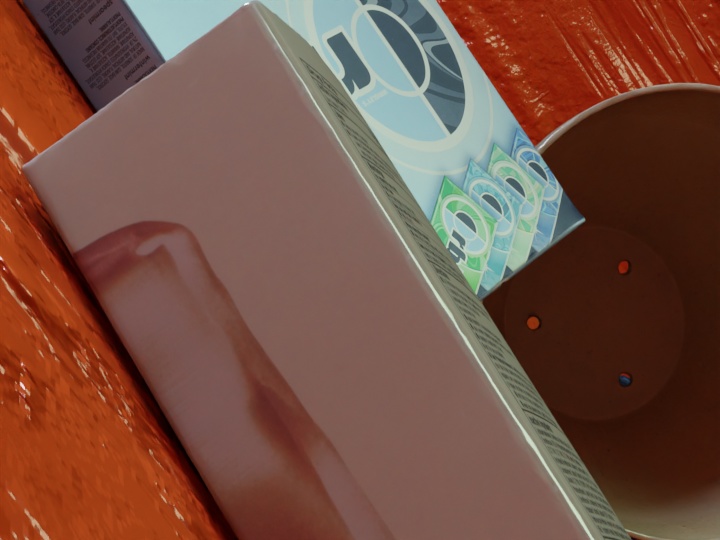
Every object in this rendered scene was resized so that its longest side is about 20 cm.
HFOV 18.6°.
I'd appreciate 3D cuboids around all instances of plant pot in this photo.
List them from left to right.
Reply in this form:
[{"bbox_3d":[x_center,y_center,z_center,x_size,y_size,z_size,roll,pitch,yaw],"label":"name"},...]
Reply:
[{"bbox_3d":[0.130,0.022,1.016,0.201,0.200,0.134,55,-13,-5],"label":"plant pot"}]

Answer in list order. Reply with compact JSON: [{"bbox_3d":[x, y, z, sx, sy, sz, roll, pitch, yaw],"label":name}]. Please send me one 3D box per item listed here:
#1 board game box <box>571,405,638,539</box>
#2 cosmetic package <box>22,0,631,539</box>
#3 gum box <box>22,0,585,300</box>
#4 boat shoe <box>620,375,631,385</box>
[{"bbox_3d":[0.126,0.150,1.093,0.200,0.045,0.135,-117,-176,-49],"label":"board game box"},{"bbox_3d":[-0.001,0.037,0.630,0.201,0.087,0.103,59,8,16],"label":"cosmetic package"},{"bbox_3d":[-0.018,-0.065,0.852,0.201,0.044,0.170,57,39,0],"label":"gum box"},{"bbox_3d":[0.157,0.086,1.151,0.200,0.068,0.085,-122,-172,-70],"label":"boat shoe"}]
